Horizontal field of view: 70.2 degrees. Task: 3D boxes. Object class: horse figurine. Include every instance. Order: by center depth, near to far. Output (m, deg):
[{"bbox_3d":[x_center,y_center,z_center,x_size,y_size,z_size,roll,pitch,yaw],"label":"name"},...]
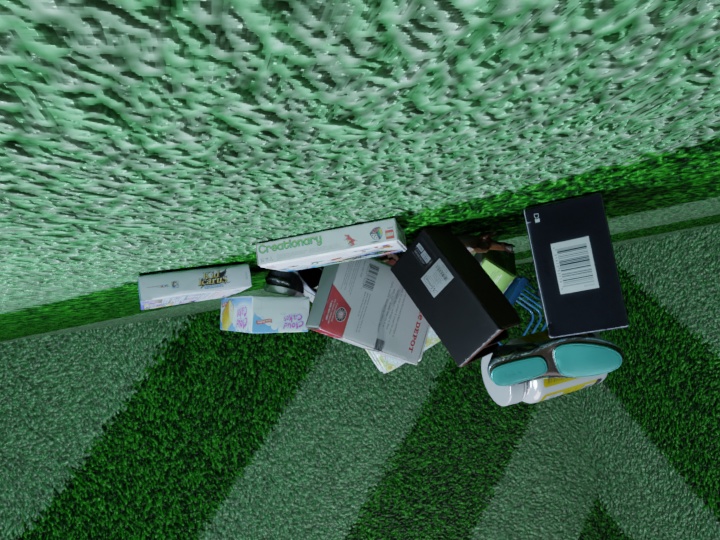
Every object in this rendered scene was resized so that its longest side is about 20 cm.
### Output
[{"bbox_3d":[0.192,-0.045,0.985,0.197,0.051,0.132,-11,175,19],"label":"horse figurine"}]

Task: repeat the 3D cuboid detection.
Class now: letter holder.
[{"bbox_3d":[0.171,0.036,0.849,0.141,0.201,0.101,-6,144,-48],"label":"letter holder"}]

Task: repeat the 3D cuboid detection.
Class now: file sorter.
[{"bbox_3d":[0.322,0.110,1.073,0.122,0.140,0.200,33,175,2],"label":"file sorter"}]

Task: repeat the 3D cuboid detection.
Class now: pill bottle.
[{"bbox_3d":[0.324,0.167,0.907,0.196,0.117,0.114,-11,177,-16],"label":"pill bottle"}]

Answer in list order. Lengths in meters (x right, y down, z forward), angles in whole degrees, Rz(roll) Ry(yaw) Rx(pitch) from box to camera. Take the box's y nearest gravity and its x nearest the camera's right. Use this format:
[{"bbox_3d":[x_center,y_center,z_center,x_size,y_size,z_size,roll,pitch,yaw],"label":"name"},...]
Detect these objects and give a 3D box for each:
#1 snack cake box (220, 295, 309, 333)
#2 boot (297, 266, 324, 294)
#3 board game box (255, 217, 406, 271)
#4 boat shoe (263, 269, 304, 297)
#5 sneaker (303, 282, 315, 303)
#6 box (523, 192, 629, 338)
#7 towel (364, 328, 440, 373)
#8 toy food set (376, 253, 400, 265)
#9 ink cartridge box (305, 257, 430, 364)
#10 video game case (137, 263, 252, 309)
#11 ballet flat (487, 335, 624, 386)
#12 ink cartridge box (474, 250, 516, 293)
[{"bbox_3d":[-0.192,0.086,1.005,0.113,0.069,0.199,4,174,-30],"label":"snack cake box"},{"bbox_3d":[-0.052,0.055,0.963,0.075,0.201,0.097,-46,154,14],"label":"boot"},{"bbox_3d":[-0.036,-0.033,0.741,0.196,0.035,0.126,-10,175,9],"label":"board game box"},{"bbox_3d":[-0.146,0.018,1.027,0.074,0.062,0.200,11,177,-3],"label":"boat shoe"},{"bbox_3d":[-0.054,0.065,1.132,0.073,0.199,0.071,-45,165,-22],"label":"sneaker"},{"bbox_3d":[0.347,-0.006,0.837,0.115,0.201,0.199,-11,176,20],"label":"box"},{"bbox_3d":[0.079,0.098,1.053,0.198,0.172,0.048,-32,-163,7],"label":"towel"},{"bbox_3d":[0.034,0.037,1.182,0.197,0.061,0.144,-15,143,22],"label":"toy food set"},{"bbox_3d":[0.023,0.064,0.901,0.197,0.149,0.083,23,167,-21],"label":"ink cartridge box"},{"bbox_3d":[-0.305,0.030,0.927,0.178,0.046,0.199,-9,176,-24],"label":"video game case"},{"bbox_3d":[0.293,0.129,0.789,0.196,0.076,0.074,-10,176,18],"label":"ballet flat"},{"bbox_3d":[0.250,0.047,1.115,0.075,0.202,0.148,30,-155,3],"label":"ink cartridge box"}]
